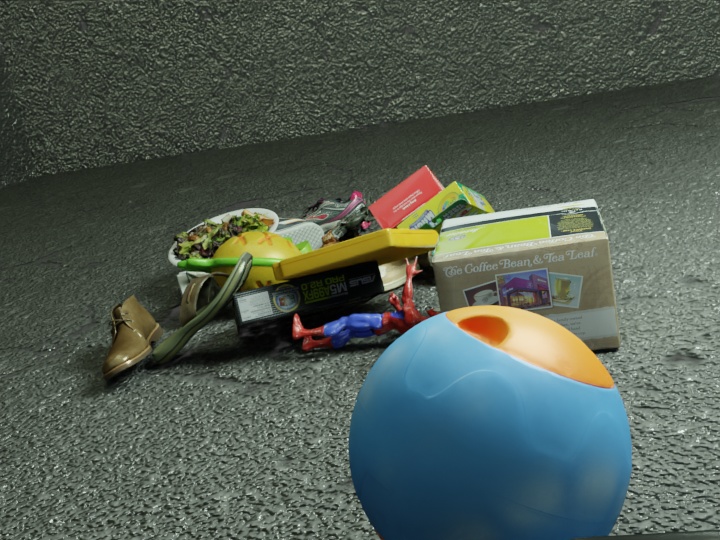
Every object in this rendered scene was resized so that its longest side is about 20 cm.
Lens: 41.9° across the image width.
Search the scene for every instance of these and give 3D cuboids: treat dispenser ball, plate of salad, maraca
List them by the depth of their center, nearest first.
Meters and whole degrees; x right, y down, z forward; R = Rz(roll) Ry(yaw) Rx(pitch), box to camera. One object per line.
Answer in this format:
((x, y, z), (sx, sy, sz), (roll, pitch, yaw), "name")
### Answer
((0.091, 0.126, 0.671), (0.199, 0.203, 0.201), (-10, 15, 3), "treat dispenser ball")
((-0.178, -0.006, 1.439), (0.198, 0.108, 0.137), (0, -9, 7), "maraca")
((-0.237, -0.065, 1.604), (0.198, 0.048, 0.201), (-14, 28, 8), "plate of salad")

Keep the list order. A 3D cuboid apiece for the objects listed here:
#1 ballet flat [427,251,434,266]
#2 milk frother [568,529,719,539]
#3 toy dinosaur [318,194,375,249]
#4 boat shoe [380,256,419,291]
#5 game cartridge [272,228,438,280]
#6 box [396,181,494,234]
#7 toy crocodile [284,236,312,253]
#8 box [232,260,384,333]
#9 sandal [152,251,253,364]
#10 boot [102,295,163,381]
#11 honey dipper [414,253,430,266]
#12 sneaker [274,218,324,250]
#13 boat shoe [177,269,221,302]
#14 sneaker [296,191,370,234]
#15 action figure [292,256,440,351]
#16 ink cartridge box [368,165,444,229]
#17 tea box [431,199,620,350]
((0.170, -0.029, 1.459), (0.199, 0.072, 0.071), (-20, 18, -37), "ballet flat")
((0.162, 0.230, 0.432), (0.186, 0.181, 0.202), (-6, 59, 18), "milk frother")
((-0.018, -0.045, 1.622), (0.135, 0.103, 0.201), (-23, 31, 12), "toy dinosaur")
((0.000, 0.000, 1.430), (0.199, 0.070, 0.074), (-18, 17, -25), "boat shoe")
((-0.003, -0.022, 1.264), (0.175, 0.033, 0.200), (-16, -6, 21), "game cartridge")
((0.132, -0.077, 1.452), (0.117, 0.049, 0.200), (-37, -13, 15), "box")
((-0.170, -0.014, 1.600), (0.198, 0.068, 0.062), (-7, 16, 14), "toy crocodile")
((-0.076, 0.039, 1.297), (0.198, 0.045, 0.160), (-13, -6, -10), "box")
((-0.221, 0.047, 1.269), (0.201, 0.057, 0.080), (-43, 4, 12), "sandal")
((-0.328, 0.092, 1.297), (0.073, 0.076, 0.200), (-26, 14, 4), "boot")
((0.018, -0.006, 1.506), (0.198, 0.038, 0.038), (-9, 15, 0), "honey dipper")
((-0.170, -0.048, 1.709), (0.198, 0.079, 0.079), (-10, 16, -28), "sneaker")
((-0.253, 0.030, 1.512), (0.069, 0.072, 0.200), (-15, 9, -7), "boat shoe")
((-0.082, -0.105, 1.853), (0.198, 0.075, 0.081), (-11, 15, 2), "sneaker")
((0.017, 0.046, 1.208), (0.198, 0.100, 0.065), (-4, -28, 17), "action figure")
((0.088, -0.098, 1.513), (0.116, 0.068, 0.200), (-36, -14, 7), "ink cartridge box")
((0.199, 0.010, 1.138), (0.198, 0.135, 0.197), (-7, 15, 13), "tea box")
